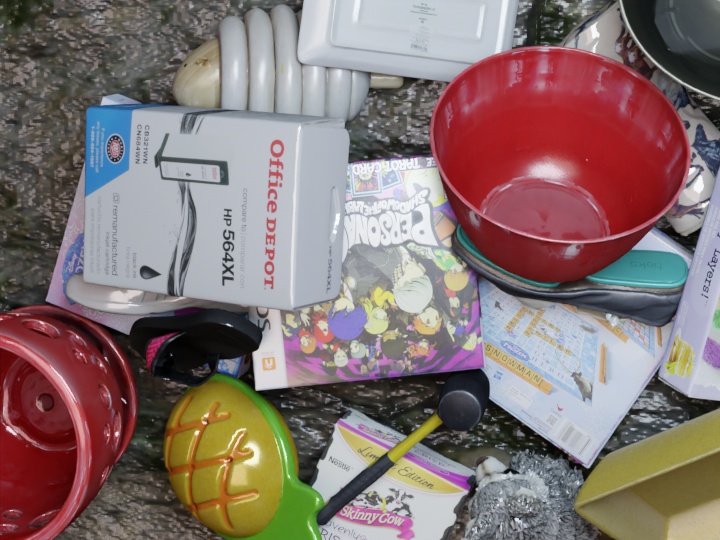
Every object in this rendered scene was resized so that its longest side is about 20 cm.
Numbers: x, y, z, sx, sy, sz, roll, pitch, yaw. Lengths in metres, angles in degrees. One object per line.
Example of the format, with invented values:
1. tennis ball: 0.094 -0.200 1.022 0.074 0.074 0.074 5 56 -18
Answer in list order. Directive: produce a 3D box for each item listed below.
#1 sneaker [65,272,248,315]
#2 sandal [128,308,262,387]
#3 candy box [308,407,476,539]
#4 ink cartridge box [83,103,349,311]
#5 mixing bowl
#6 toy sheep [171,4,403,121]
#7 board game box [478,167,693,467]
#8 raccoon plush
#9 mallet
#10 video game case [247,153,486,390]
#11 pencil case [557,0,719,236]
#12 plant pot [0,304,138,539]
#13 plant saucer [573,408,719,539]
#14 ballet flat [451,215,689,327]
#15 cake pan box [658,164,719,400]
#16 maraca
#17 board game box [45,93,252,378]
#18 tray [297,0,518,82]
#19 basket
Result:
1. sneaker: -0.161 -0.001 1.298 0.197 0.070 0.081 -3 95 4
2. sandal: -0.149 0.070 1.258 0.075 0.199 0.046 26 70 -23
3. candy box: 0.004 0.247 1.345 0.135 0.061 0.202 25 103 8
4. ink cartridge box: -0.117 -0.054 1.183 0.198 0.084 0.148 6 98 25
5. mixing bowl: 0.147 -0.066 1.152 0.198 0.202 0.109 16 142 9
6. toy sheep: -0.061 -0.158 1.260 0.197 0.138 0.140 -2 100 -14
7. board game box: 0.171 0.029 1.273 0.199 0.041 0.201 35 105 5
8. raccoon plush: 0.171 0.233 1.266 0.199 0.134 0.097 38 104 4
9. mallet: 0.035 0.152 1.279 0.041 0.066 0.200 47 118 -4
10. video game case: 0.000 0.000 1.240 0.197 0.036 0.184 -5 94 2
11. pencil case: 0.240 -0.132 1.220 0.089 0.078 0.201 -37 89 -16
12. plant pot: -0.302 0.134 1.331 0.197 0.182 0.203 2 99 13
13. plant saucer: 0.294 0.169 1.218 0.198 0.200 0.049 -26 53 21
14. ballet flat: 0.168 0.008 1.207 0.197 0.073 0.074 10 101 5
15. cake pan box: 0.350 0.019 1.188 0.198 0.052 0.186 10 105 -27
16. maraca: -0.104 0.184 1.322 0.201 0.106 0.138 51 124 24
17. board game box: -0.167 -0.031 1.346 0.197 0.041 0.202 20 103 9
18. tray: 0.047 -0.213 1.219 0.197 0.022 0.109 3 101 -25
19. basket: 0.286 -0.203 1.134 0.178 0.200 0.137 23 103 7
